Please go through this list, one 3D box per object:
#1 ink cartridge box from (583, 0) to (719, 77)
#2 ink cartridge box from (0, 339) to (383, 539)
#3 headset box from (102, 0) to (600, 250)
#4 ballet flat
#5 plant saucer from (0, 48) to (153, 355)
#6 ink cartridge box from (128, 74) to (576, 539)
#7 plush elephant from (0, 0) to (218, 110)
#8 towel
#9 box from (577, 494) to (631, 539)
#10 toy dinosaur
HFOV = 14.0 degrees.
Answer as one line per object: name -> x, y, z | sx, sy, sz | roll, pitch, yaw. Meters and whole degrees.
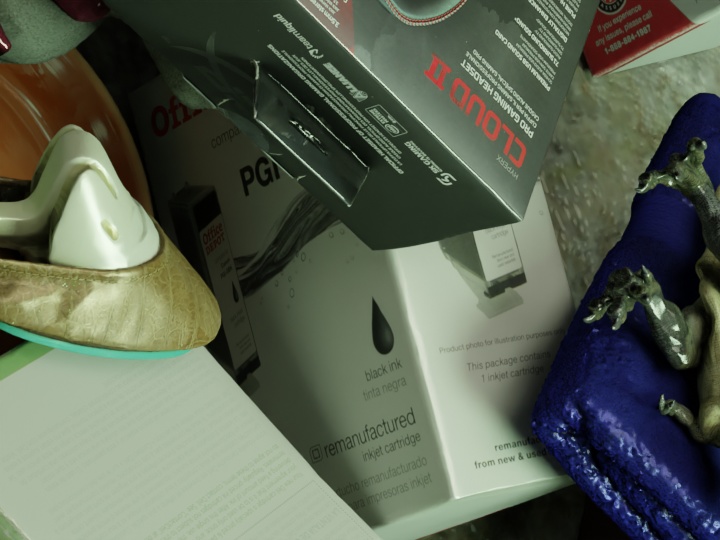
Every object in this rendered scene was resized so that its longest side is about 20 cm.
ink cartridge box -> 0.137, -0.205, 1.270 | 0.084, 0.144, 0.200 | -15, 83, -37
ink cartridge box -> -0.056, 0.105, 1.001 | 0.200, 0.048, 0.145 | 47, 33, 6
headset box -> 0.009, -0.115, 0.995 | 0.149, 0.075, 0.200 | 43, 54, -33
ballet flat -> -0.129, -0.020, 0.982 | 0.200, 0.072, 0.068 | 12, 30, -23
plant saucer -> -0.169, -0.018, 1.072 | 0.200, 0.032, 0.201 | 12, 68, -30
ink cartridge box -> 0.000, 0.000, 1.108 | 0.083, 0.147, 0.200 | -8, 79, -37
plush elephant -> -0.132, -0.139, 1.011 | 0.155, 0.164, 0.200 | 56, 20, -61
towel -> 0.141, 0.041, 1.095 | 0.148, 0.050, 0.200 | 43, 41, -11
box -> 0.132, 0.159, 1.175 | 0.075, 0.100, 0.200 | 27, 61, -24
toy dinosaur -> 0.124, 0.008, 1.030 | 0.088, 0.047, 0.200 | 42, 39, -34
